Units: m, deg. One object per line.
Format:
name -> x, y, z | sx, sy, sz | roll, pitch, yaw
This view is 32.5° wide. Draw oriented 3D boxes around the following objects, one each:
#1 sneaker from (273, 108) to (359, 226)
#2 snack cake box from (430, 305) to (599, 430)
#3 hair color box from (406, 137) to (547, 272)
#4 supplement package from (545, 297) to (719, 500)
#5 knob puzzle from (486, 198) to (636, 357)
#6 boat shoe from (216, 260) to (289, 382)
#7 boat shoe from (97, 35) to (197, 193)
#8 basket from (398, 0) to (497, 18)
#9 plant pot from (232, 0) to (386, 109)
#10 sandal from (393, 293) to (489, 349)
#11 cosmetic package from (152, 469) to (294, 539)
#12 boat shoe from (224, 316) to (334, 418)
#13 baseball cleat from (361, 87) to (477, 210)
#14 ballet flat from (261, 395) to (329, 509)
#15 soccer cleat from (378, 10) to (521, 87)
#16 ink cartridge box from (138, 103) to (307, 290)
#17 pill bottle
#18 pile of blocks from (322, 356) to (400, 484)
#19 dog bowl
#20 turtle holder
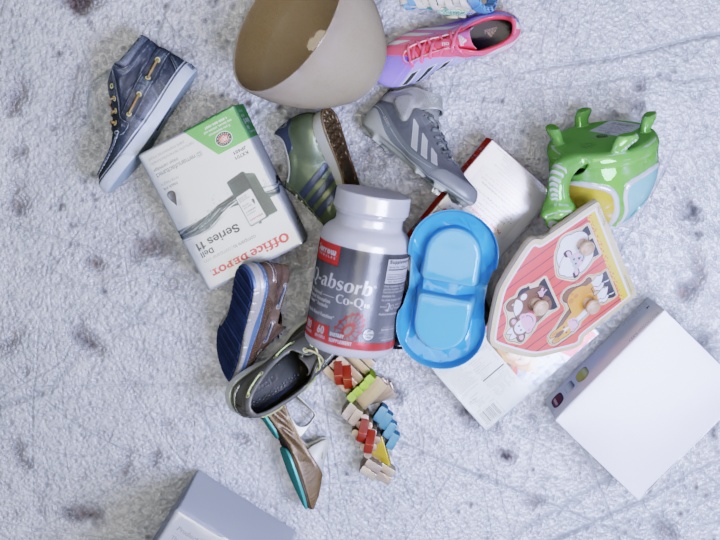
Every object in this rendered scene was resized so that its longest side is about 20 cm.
sneaker -> -0.054, -0.110, 1.617 | 0.089, 0.067, 0.201 | -8, 108, 24
snack cake box -> 0.201, 0.100, 1.630 | 0.200, 0.067, 0.115 | -41, 93, 6
hair color box -> 0.145, -0.061, 1.613 | 0.111, 0.064, 0.200 | 40, 95, -6
supplement package -> 0.369, 0.165, 1.613 | 0.156, 0.111, 0.200 | 43, 96, -4
knob puzzle -> 0.242, 0.035, 1.518 | 0.218, 0.030, 0.221 | -14, 125, -21
boat shoe -> -0.134, 0.071, 1.610 | 0.072, 0.072, 0.201 | -10, 141, -31
boat shoe -> -0.303, -0.204, 1.606 | 0.091, 0.071, 0.201 | 34, 90, -2
basket -> 0.147, -0.388, 1.519 | 0.199, 0.176, 0.140 | -15, 98, 22
plant pot -> -0.044, -0.282, 1.542 | 0.134, 0.200, 0.201 | 28, 99, -37
sandal -> 0.069, 0.067, 1.602 | 0.199, 0.048, 0.076 | -13, 116, 29
cosmetic package -> -0.209, 0.409, 1.631 | 0.167, 0.166, 0.201 | 33, 98, -3
boat shoe -> -0.083, 0.123, 1.608 | 0.201, 0.060, 0.072 | -38, 116, -21
baseball cleat -> 0.089, -0.166, 1.566 | 0.200, 0.070, 0.107 | 40, 93, 25
ballet flat -> -0.086, 0.221, 1.662 | 0.072, 0.068, 0.201 | -28, 92, -14
soccer cleat -> 0.109, -0.286, 1.577 | 0.199, 0.076, 0.067 | -16, 93, 2
ink cartridge box -> -0.175, -0.095, 1.606 | 0.146, 0.083, 0.201 | -27, 97, 5
pill bottle -> 0.000, 0.000, 1.542 | 0.115, 0.116, 0.201 | 9, 101, 0
pile of blocks -> 0.013, 0.194, 1.650 | 0.082, 0.062, 0.201 | -21, 97, 4
dog bowl -> 0.109, 0.019, 1.531 | 0.111, 0.050, 0.201 | 10, 104, 5
turtle holder -> 0.303, -0.118, 1.544 | 0.140, 0.186, 0.133 | 0, 115, 15
